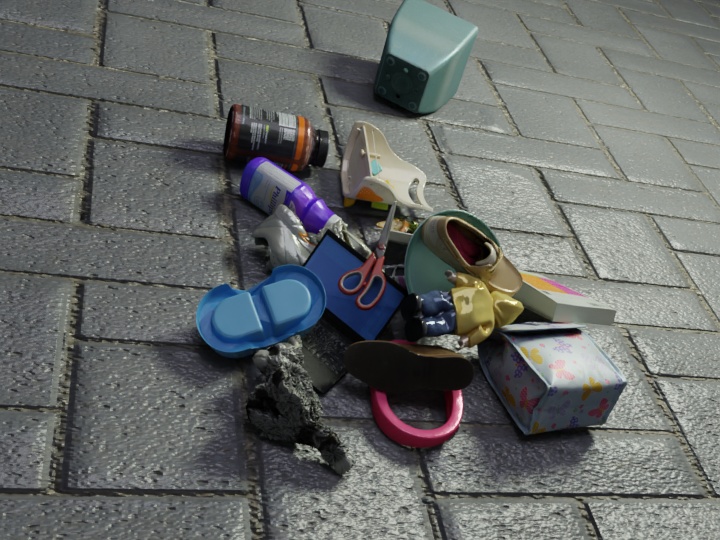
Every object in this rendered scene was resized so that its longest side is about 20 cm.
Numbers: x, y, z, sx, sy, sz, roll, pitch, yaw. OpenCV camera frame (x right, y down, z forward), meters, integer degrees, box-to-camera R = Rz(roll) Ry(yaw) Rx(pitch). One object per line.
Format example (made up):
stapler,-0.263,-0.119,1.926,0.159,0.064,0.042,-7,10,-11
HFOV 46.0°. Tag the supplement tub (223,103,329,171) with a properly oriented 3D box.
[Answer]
supplement tub,-0.162,-0.252,1.641,0.196,0.108,0.108,9,40,-16

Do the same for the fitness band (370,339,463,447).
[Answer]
fitness band,0.085,0.186,1.300,0.141,0.038,0.202,12,38,-11

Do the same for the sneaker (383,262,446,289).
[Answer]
sneaker,0.101,-0.003,1.442,0.196,0.141,0.078,17,38,-6

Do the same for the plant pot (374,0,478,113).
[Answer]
plant pot,0.132,-0.485,1.988,0.193,0.198,0.201,28,47,8

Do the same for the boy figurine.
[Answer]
boy figurine,0.162,0.059,1.319,0.197,0.064,0.127,-6,73,-27

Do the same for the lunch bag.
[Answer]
lunch bag,0.299,0.151,1.371,0.167,0.129,0.201,0,34,-25

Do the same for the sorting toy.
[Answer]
sorting toy,0.059,-0.175,1.667,0.177,0.108,0.202,16,38,-18

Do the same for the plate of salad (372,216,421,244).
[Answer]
plate of salad,0.119,-0.063,1.522,0.196,0.049,0.200,13,0,0

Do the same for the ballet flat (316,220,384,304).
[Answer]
ballet flat,0.000,0.000,1.409,0.071,0.072,0.201,-25,74,-42

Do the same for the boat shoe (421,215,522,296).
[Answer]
boat shoe,0.187,-0.020,1.343,0.198,0.069,0.075,31,72,-20

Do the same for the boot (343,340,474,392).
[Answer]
boot,0.068,0.140,1.287,0.196,0.075,0.076,8,13,-8

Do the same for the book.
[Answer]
book,0.338,0.045,1.504,0.131,0.049,0.200,6,13,-25

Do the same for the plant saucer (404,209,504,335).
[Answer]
plant saucer,0.149,0.004,1.380,0.197,0.036,0.204,3,83,-26

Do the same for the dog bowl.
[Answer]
dog bowl,-0.148,0.066,1.276,0.197,0.050,0.113,-18,64,-14

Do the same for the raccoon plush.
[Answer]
raccoon plush,-0.082,0.190,1.210,0.201,0.096,0.134,51,26,-10

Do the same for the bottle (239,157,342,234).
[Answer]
bottle,-0.125,-0.124,1.527,0.198,0.084,0.065,34,39,14

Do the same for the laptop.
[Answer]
laptop,-0.055,0.059,1.322,0.176,0.104,0.199,37,39,14

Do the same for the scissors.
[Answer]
scissors,0.035,-0.024,1.363,0.072,0.014,0.201,28,62,12

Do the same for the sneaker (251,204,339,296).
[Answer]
sneaker,-0.106,-0.009,1.428,0.091,0.076,0.201,-36,74,-12
